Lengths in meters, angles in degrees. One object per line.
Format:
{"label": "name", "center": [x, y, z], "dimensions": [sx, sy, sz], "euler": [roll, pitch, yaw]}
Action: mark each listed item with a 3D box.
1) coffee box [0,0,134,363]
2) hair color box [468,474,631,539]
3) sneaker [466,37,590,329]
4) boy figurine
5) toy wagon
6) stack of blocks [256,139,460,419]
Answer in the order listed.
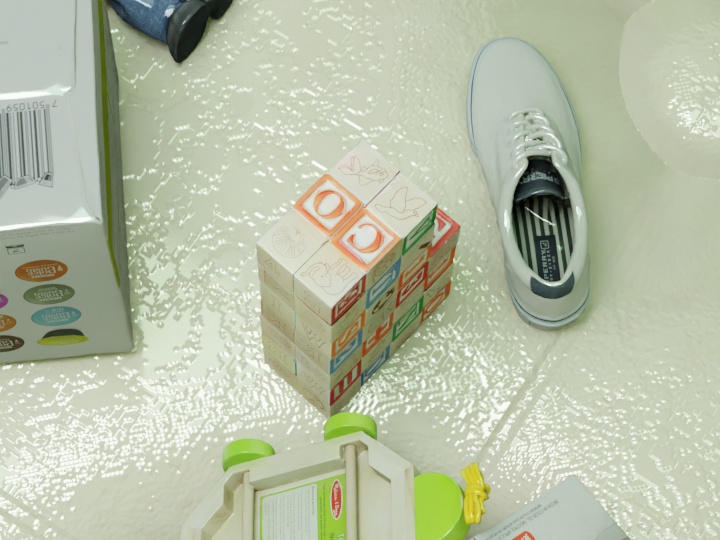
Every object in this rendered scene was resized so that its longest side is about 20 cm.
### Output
{"label": "coffee box", "center": [-0.245, -0.068, 1.259], "dimensions": [0.199, 0.198, 0.201], "euler": [-5, 67, -3]}
{"label": "hair color box", "center": [0.142, 0.225, 1.208], "dimensions": [0.200, 0.064, 0.111], "euler": [50, 41, 14]}
{"label": "sneaker", "center": [0.113, -0.065, 1.340], "dimensions": [0.073, 0.071, 0.201], "euler": [-10, 69, -6]}
{"label": "boy figurine", "center": [-0.174, -0.227, 1.398], "dimensions": [0.200, 0.064, 0.124], "euler": [38, 75, 9]}
{"label": "toy wagon", "center": [-0.014, 0.158, 1.215], "dimensions": [0.199, 0.040, 0.156], "euler": [-16, 51, 20]}
{"label": "stack of blocks", "center": [0.000, 0.000, 1.241], "dimensions": [0.059, 0.200, 0.115], "euler": [40, 74, 13]}
